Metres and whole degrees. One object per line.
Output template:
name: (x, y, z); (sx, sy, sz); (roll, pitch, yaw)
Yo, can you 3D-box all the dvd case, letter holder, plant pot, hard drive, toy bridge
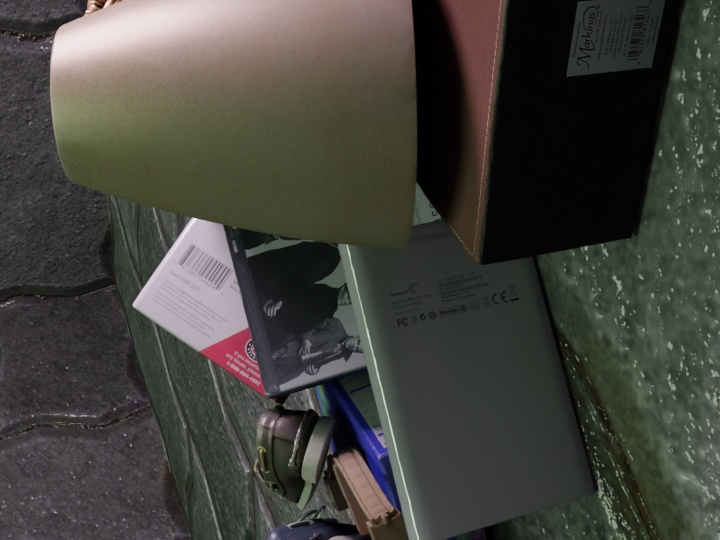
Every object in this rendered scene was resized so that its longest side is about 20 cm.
dvd case: (0.000, 0.000, 0.790); (0.025, 0.199, 0.151); (16, -123, -70)
letter holder: (0.089, -0.129, 0.573); (0.142, 0.100, 0.200); (-123, 28, -51)
plant pot: (-0.075, -0.103, 0.615); (0.187, 0.199, 0.188); (178, 90, -86)
hard drive: (0.071, 0.065, 0.683); (0.026, 0.132, 0.201); (149, 109, -69)
toy bridge: (-0.002, 0.177, 0.824); (0.200, 0.027, 0.067); (175, 74, -78)

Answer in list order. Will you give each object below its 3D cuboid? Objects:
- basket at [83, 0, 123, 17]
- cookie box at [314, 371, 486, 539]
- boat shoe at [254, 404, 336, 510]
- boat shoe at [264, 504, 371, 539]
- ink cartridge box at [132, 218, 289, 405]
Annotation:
basket: (-0.119, -0.171, 0.778); (0.200, 0.149, 0.143); (42, -154, -60)
cookie box: (0.028, 0.158, 0.905); (0.200, 0.075, 0.172); (-130, 22, -56)
boat shoe: (-0.061, 0.163, 0.908); (0.202, 0.060, 0.072); (103, -174, -68)
boat shoe: (-0.035, 0.248, 0.894); (0.062, 0.075, 0.200); (28, 177, 17)
ink cartridge box: (-0.072, -0.008, 0.878); (0.145, 0.200, 0.083); (33, 173, 8)
